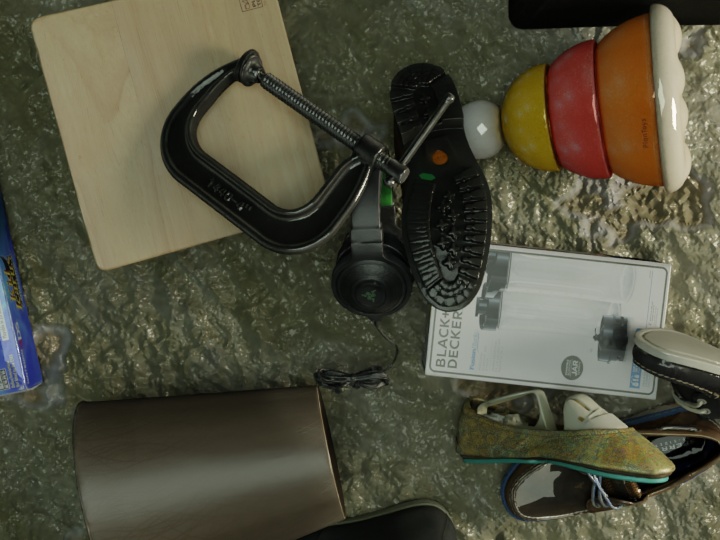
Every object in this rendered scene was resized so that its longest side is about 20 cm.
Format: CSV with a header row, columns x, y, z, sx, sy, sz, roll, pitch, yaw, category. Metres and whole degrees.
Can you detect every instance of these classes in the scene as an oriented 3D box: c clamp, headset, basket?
x,y,z,sx,sy,sz,roll,pitch,yaw,category
-0.052,-0.104,0.787,0.198,0.027,0.173,30,82,16,c clamp
0.000,0.000,0.841,0.092,0.124,0.204,-2,102,8,headset
-0.119,0.173,0.852,0.196,0.136,0.184,-14,106,-1,basket

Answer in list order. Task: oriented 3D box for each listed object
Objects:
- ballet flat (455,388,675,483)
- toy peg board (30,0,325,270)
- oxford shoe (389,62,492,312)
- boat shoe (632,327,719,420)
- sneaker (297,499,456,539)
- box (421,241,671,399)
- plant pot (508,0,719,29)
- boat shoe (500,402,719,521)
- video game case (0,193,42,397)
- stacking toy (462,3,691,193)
x,y,z,sx,sy,sz,roll,pitch,yaw,category
0.159,0.131,0.830,0.198,0.070,0.072,-3,96,44,ballet flat
-0.151,-0.124,0.860,0.195,0.098,0.204,-16,95,-13,toy peg board
0.065,-0.058,0.819,0.071,0.085,0.204,-4,68,1,oxford shoe
0.292,0.094,0.833,0.197,0.074,0.061,13,109,-34,boat shoe
-0.012,0.260,0.865,0.197,0.106,0.076,-26,93,4,sneaker
0.154,0.040,0.866,0.196,0.060,0.119,7,94,2,box
0.222,-0.303,0.780,0.195,0.177,0.204,-1,95,1,plant pot
0.214,0.165,0.867,0.197,0.072,0.073,-24,94,4,boat shoe
-0.391,0.022,0.891,0.177,0.045,0.204,-11,94,4,video game case
0.166,-0.130,0.835,0.196,0.146,0.149,-4,95,19,stacking toy
